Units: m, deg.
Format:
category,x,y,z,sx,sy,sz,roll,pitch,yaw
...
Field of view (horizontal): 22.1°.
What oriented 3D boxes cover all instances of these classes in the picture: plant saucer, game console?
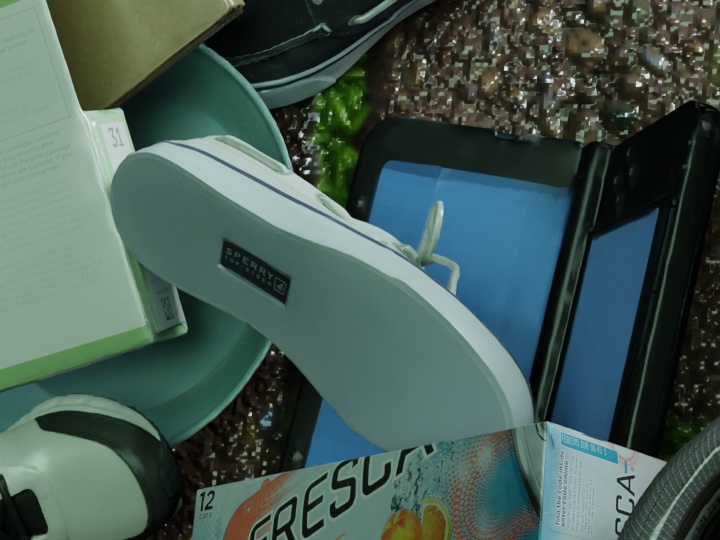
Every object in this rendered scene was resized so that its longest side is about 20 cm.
category,x,y,z,sx,sy,sz,roll,pitch,yaw
plant saucer,-0.113,-0.010,0.836,0.198,0.036,0.202,-3,82,20
game console,0.049,0.030,0.742,0.115,0.176,0.202,15,81,-8

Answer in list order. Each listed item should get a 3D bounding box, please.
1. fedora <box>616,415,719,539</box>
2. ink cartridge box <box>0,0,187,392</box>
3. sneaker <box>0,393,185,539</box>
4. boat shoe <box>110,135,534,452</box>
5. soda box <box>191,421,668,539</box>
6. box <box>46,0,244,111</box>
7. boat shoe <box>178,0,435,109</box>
category,x,y,z,sx,sy,sz,roll,pitch,yaw
fedora,0.162,0.135,0.564,0.176,0.090,0.201,-25,64,4
ink cartridge box,-0.172,-0.047,0.795,0.144,0.048,0.202,-16,91,18
sneaker,-0.165,0.106,0.789,0.198,0.080,0.074,-11,108,27
boat shoe,-0.002,0.004,0.740,0.201,0.086,0.075,30,124,25
soda box,0.018,0.105,0.672,0.199,0.068,0.064,-18,60,47
box,-0.171,-0.150,0.815,0.163,0.021,0.201,-35,90,15
boat shoe,-0.001,-0.138,0.821,0.198,0.068,0.072,-24,70,13
